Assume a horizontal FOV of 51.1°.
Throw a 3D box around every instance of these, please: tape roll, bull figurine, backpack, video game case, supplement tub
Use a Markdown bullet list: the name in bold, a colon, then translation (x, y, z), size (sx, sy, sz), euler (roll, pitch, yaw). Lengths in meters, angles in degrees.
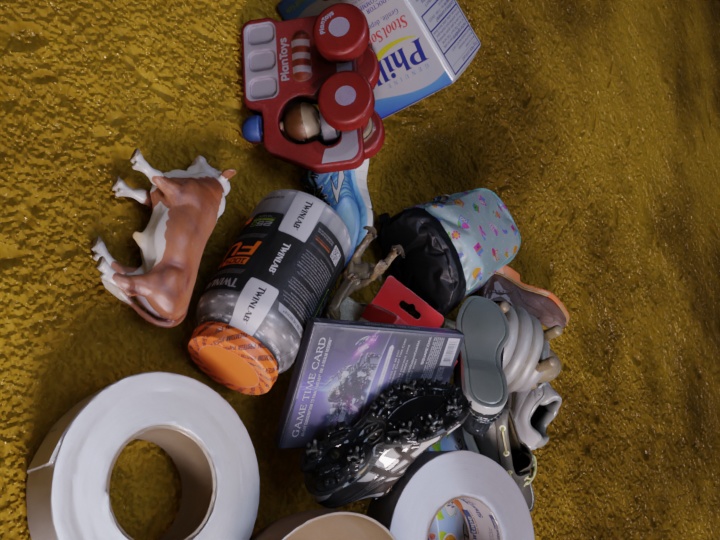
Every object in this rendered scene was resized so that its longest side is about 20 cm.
- **tape roll**: translation (-0.192, 0.198, 0.682), size (0.200, 0.070, 0.207), euler (17, 63, -36)
- **tape roll**: translation (0.099, 0.306, 0.842), size (0.197, 0.066, 0.205), euler (8, 74, -27)
- **bull figurine**: translation (-0.197, -0.047, 0.769), size (0.120, 0.065, 0.204), euler (26, 59, -33)
- **backpack**: translation (0.132, -0.032, 1.054), size (0.199, 0.125, 0.170), euler (-26, 94, -49)
- **video game case**: translation (0.013, 0.126, 0.816), size (0.197, 0.019, 0.145), euler (7, 108, -32)
- **supplement tub**: translation (-0.096, 0.022, 0.808), size (0.123, 0.121, 0.202), euler (46, 50, -26)

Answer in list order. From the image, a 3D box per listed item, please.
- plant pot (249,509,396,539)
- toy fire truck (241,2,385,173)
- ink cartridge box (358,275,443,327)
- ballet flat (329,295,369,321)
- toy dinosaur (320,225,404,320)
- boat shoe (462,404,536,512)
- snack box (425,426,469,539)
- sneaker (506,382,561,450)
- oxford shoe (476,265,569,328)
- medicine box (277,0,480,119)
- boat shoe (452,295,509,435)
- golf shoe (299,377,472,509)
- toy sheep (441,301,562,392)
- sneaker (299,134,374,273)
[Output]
- **plant pot**: translation (-0.063, 0.328, 0.734), size (0.197, 0.133, 0.205), euler (4, 83, -36)
- **toy fire truck**: translation (-0.061, -0.211, 0.898), size (0.112, 0.164, 0.204), euler (53, 32, -74)
- **ink cartridge box**: translation (0.034, 0.124, 0.894), size (0.116, 0.067, 0.202), euler (35, 82, -32)
- **ballet flat**: translation (0.036, 0.084, 0.968), size (0.198, 0.067, 0.063), euler (30, 49, -36)
- **toy dinosaur**: translation (0.000, 0.000, 0.884), size (0.058, 0.101, 0.200), euler (42, 27, 1)
- **boat shoe**: translation (0.191, 0.248, 0.968), size (0.204, 0.059, 0.073), euler (61, 34, -30)
- **snack box**: translation (0.123, 0.283, 0.979), size (0.198, 0.067, 0.172), euler (8, 73, -52)
- **sneaker**: translation (0.265, 0.181, 1.145), size (0.077, 0.098, 0.204), euler (28, 60, -37)
- **oxford shoe**: translation (0.254, 0.060, 1.197), size (0.198, 0.071, 0.074), euler (28, 62, -25)
- **medicine box**: translation (0.024, -0.319, 0.985), size (0.201, 0.180, 0.103), euler (54, 47, -19)
- **boat shoe**: translation (0.144, 0.113, 0.939), size (0.074, 0.061, 0.201), euler (16, 38, 1)
- **golf shoe**: translation (0.029, 0.187, 0.807), size (0.197, 0.078, 0.096), euler (-22, 136, -16)
- **toy sheep**: translation (0.201, 0.107, 1.078), size (0.197, 0.138, 0.140), euler (27, 58, -13)
- **sneaker**: translation (-0.038, -0.093, 0.953), size (0.088, 0.078, 0.204), euler (5, 71, -25)
